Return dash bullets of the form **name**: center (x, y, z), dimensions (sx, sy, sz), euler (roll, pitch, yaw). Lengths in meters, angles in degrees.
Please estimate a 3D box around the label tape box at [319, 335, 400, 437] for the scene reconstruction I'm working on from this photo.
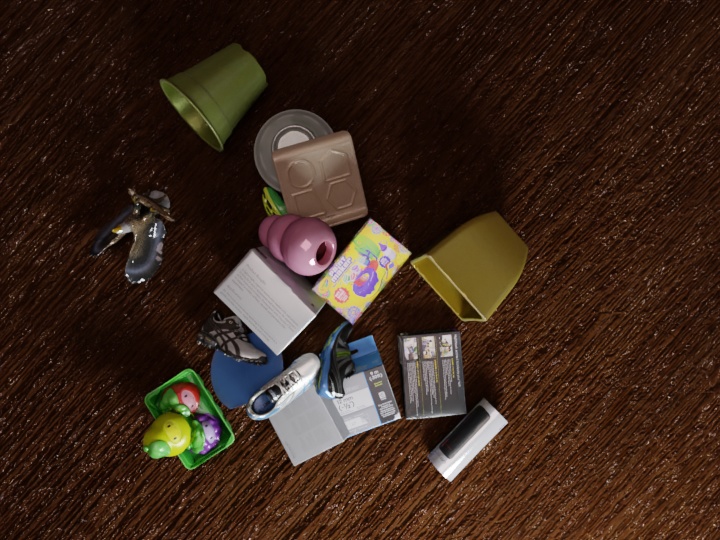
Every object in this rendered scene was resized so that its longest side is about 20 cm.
- **label tape box**: center (-0.003, 0.275, 1.431), dimensions (0.142, 0.066, 0.202), euler (-19, 92, 0)

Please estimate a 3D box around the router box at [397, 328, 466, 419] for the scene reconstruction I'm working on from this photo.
- **router box**: center (0.170, 0.247, 1.439), dimensions (0.147, 0.051, 0.202), euler (-4, 91, -2)

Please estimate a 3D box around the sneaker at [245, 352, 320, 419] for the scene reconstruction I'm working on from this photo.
- **sneaker**: center (-0.168, 0.260, 1.333), dimensions (0.200, 0.072, 0.072), euler (-41, 85, -3)

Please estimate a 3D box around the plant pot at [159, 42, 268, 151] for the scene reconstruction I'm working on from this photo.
- **plant pot**: center (-0.319, -0.413, 1.376), dimensions (0.200, 0.200, 0.190), euler (44, 78, -1)

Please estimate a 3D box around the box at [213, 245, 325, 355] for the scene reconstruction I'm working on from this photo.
- **box**: center (-0.194, 0.058, 1.357), dimensions (0.199, 0.200, 0.131), euler (45, 97, -1)

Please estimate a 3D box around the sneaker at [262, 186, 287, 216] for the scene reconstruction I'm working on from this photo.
- **sneaker**: center (-0.156, -0.126, 1.434), dimensions (0.200, 0.074, 0.084), euler (44, 65, 2)

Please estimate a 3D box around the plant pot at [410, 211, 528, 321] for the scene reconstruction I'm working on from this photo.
- **plant pot**: center (0.263, -0.023, 1.375), dimensions (0.200, 0.196, 0.194), euler (-43, 91, -7)

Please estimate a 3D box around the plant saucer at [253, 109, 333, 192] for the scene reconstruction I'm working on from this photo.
- **plant saucer**: center (-0.149, -0.276, 1.384), dimensions (0.198, 0.050, 0.203), euler (0, 89, -2)

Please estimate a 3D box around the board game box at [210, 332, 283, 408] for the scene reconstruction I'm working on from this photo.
- **board game box**: center (-0.262, 0.236, 1.428), dimensions (0.198, 0.039, 0.159), euler (-21, 70, 17)

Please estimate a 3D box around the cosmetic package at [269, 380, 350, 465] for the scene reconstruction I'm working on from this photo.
- **cosmetic package**: center (-0.137, 0.332, 1.407), dimensions (0.150, 0.052, 0.201), euler (-30, 85, 18)

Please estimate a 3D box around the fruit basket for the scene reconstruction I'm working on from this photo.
- **fruit basket**: center (-0.399, 0.345, 1.361), dimensions (0.155, 0.216, 0.217), euler (-32, 91, 0)

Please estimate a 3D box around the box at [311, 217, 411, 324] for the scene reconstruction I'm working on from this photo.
- **box**: center (0.000, 0.000, 1.366), dimensions (0.122, 0.193, 0.200), euler (40, 90, -1)

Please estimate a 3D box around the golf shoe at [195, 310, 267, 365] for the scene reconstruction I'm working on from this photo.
- **golf shoe**: center (-0.291, 0.155, 1.396), dimensions (0.198, 0.078, 0.095), euler (20, 82, 23)

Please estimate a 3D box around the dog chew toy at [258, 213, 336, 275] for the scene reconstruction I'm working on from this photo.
- **dog chew toy**: center (-0.147, -0.067, 1.309), dimensions (0.199, 0.124, 0.126), euler (22, 90, 36)

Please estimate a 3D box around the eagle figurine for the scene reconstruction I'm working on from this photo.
- **eagle figurine**: center (-0.532, -0.093, 1.410), dimensions (0.201, 0.150, 0.152), euler (-58, 46, 28)

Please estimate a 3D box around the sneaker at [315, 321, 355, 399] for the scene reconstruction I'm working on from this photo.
- **sneaker**: center (-0.049, 0.210, 1.398), dimensions (0.082, 0.071, 0.201), euler (23, 51, -14)

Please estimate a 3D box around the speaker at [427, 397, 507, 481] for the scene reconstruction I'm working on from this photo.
- **speaker**: center (0.254, 0.401, 1.428), dimensions (0.081, 0.081, 0.200), euler (45, 90, -1)

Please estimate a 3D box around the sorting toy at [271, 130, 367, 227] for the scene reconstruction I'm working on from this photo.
- **sorting toy**: center (-0.090, -0.197, 1.366), dimensions (0.183, 0.036, 0.202), euler (-18, 110, -8)
